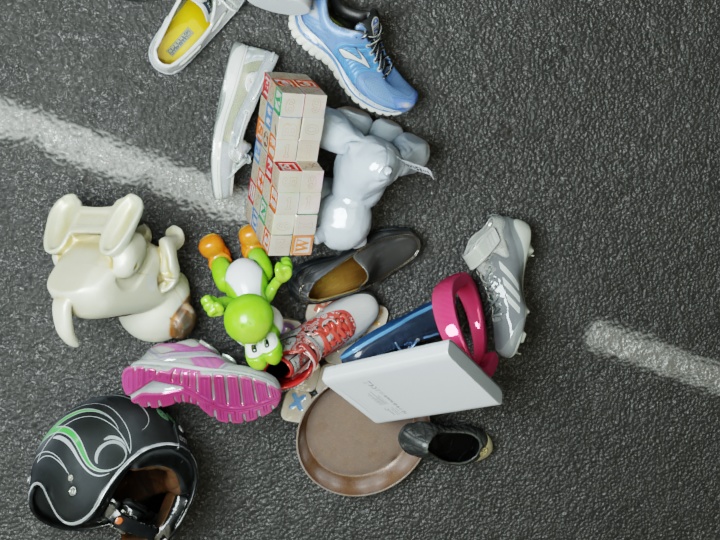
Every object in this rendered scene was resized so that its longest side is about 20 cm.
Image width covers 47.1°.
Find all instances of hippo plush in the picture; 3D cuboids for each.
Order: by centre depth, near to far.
[{"bbox_3d":[0.005,-0.107,1.090,0.158,0.200,0.162,-3,125,-43],"label":"hippo plush"}]

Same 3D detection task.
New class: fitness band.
[{"bbox_3d":[0.145,0.077,1.131,0.037,0.200,0.145,-17,94,19],"label":"fitness band"}]

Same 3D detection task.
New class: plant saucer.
[{"bbox_3d":[0.003,0.233,1.202,0.198,0.035,0.202,-4,108,-11],"label":"plant saucer"}]

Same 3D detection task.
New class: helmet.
[{"bbox_3d":[-0.322,0.258,1.065,0.199,0.190,0.202,-20,119,-41],"label":"helmet"}]

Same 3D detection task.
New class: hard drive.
[{"bbox_3d":[0.066,0.149,1.079,0.132,0.199,0.027,43,46,-35],"label":"hard drive"}]

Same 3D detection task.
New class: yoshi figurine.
[{"bbox_3d":[-0.145,0.026,1.047,0.111,0.201,0.112,16,131,-41],"label":"yoshi figurine"}]

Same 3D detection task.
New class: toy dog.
[{"bbox_3d":[-0.283,0.019,1.036,0.138,0.200,0.196,-7,62,22],"label":"toy dog"}]

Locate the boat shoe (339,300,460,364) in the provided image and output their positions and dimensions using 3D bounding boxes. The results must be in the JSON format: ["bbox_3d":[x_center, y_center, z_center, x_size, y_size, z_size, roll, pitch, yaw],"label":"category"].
[{"bbox_3d":[0.067,0.099,1.149,0.199,0.084,0.069,-24,91,-23],"label":"boat shoe"}]

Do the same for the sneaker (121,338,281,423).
[{"bbox_3d":[-0.195,0.130,1.054,0.198,0.089,0.082,12,124,-1],"label":"sneaker"}]

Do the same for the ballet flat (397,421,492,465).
[{"bbox_3d":[0.132,0.259,1.205,0.199,0.057,0.067,16,98,-44],"label":"ballet flat"}]

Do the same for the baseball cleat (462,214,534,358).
[{"bbox_3d":[0.190,0.020,1.179,0.105,0.070,0.202,12,74,-17],"label":"baseball cleat"}]

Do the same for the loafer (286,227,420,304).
[{"bbox_3d":[0.000,0.000,1.138,0.199,0.072,0.073,-26,112,-12],"label":"loafer"}]

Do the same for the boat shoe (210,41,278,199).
[{"bbox_3d":[-0.156,-0.189,1.072,0.064,0.074,0.204,11,92,-10],"label":"boat shoe"}]

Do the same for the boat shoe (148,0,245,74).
[{"bbox_3d":[-0.194,-0.333,1.025,0.074,0.086,0.202,40,89,-18],"label":"boat shoe"}]

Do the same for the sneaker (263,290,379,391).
[{"bbox_3d":[-0.054,0.099,1.118,0.200,0.108,0.068,-25,106,-6],"label":"sneaker"}]

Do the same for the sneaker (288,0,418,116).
[{"bbox_3d":[0.003,-0.283,1.069,0.200,0.079,0.089,39,132,-17],"label":"sneaker"}]

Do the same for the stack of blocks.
[{"bbox_3d":[-0.092,-0.134,1.038,0.058,0.115,0.202,-1,119,-24],"label":"stack of blocks"}]

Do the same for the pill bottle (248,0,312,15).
[{"bbox_3d":[-0.084,-0.424,1.008,0.110,0.111,0.202,9,91,-14],"label":"pill bottle"}]

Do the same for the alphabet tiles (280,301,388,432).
[{"bbox_3d":[-0.037,0.135,1.193,0.198,0.015,0.197,14,98,-14],"label":"alphabet tiles"}]
